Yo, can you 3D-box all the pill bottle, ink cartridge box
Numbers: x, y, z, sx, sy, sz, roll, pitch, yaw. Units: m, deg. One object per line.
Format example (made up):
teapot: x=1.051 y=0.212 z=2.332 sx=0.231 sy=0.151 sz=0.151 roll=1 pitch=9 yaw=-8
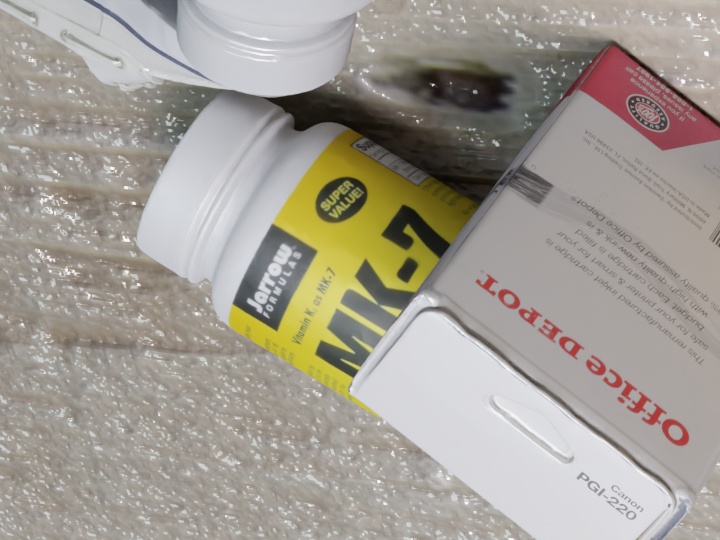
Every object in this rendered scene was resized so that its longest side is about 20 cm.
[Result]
pill bottle: x=0.000 y=0.000 z=1.321 sx=0.200 sy=0.114 sz=0.114 roll=30 pitch=136 yaw=8
pill bottle: x=-0.032 y=-0.178 z=1.197 sx=0.112 sy=0.112 sz=0.200 roll=23 pitch=135 yaw=15
ink cartridge box: x=0.108 y=0.018 z=1.202 sx=0.146 sy=0.200 sz=0.085 roll=38 pitch=136 yaw=1

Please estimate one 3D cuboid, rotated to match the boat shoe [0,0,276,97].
boat shoe: x=-0.110 y=-0.123 z=1.324 sx=0.200 sy=0.071 sz=0.070 roll=25 pitch=135 yaw=17
